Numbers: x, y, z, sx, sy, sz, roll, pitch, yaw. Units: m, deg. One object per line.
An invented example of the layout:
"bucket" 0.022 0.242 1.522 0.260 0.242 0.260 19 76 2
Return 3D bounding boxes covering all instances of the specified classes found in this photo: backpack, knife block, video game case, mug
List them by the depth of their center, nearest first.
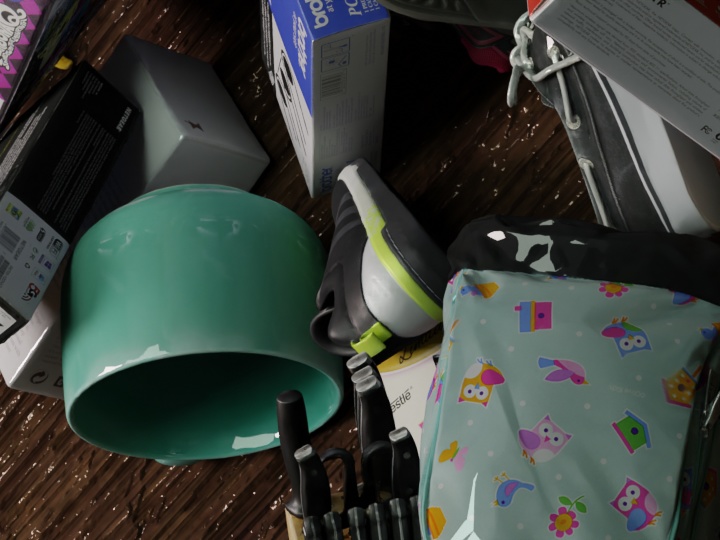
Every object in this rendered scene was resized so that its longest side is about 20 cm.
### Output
"backpack" 0.091 0.080 1.144 0.166 0.127 0.201 5 69 18
"knife block" 0.000 0.143 1.257 0.200 0.064 0.176 96 164 -71
"mug" -0.098 0.029 1.425 0.185 0.152 0.115 -28 57 39
"video game case" -0.159 -0.190 1.497 0.182 0.036 0.200 -59 1 44

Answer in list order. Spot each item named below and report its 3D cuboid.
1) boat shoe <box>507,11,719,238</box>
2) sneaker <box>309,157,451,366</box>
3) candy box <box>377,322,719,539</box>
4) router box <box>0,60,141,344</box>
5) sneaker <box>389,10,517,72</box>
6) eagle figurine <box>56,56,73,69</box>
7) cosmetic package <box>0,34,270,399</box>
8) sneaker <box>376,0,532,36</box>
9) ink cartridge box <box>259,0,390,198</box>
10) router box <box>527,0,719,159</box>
"boat shoe" 0.102 -0.099 1.202 0.068 0.074 0.200 -19 107 25
"sneaker" 0.000 0.000 1.324 0.083 0.072 0.200 -45 11 4
"candy box" 0.088 0.101 1.274 0.136 0.061 0.201 -41 52 31
"router box" -0.213 -0.013 1.453 0.149 0.051 0.200 -35 21 36
"sneaker" 0.021 -0.164 1.406 0.200 0.080 0.075 23 98 47
"eagle figurine" -0.255 -0.164 1.667 0.200 0.152 0.151 -45 71 23
"cosmetic package" -0.150 -0.028 1.554 0.200 0.071 0.102 -53 45 23
"sneaker" 0.099 -0.146 1.279 0.114 0.198 0.077 -81 5 -68
"ink cartridge box" -0.021 -0.122 1.363 0.200 0.044 0.094 93 158 -69
"router box" 0.156 -0.119 1.121 0.049 0.200 0.180 -44 27 29
